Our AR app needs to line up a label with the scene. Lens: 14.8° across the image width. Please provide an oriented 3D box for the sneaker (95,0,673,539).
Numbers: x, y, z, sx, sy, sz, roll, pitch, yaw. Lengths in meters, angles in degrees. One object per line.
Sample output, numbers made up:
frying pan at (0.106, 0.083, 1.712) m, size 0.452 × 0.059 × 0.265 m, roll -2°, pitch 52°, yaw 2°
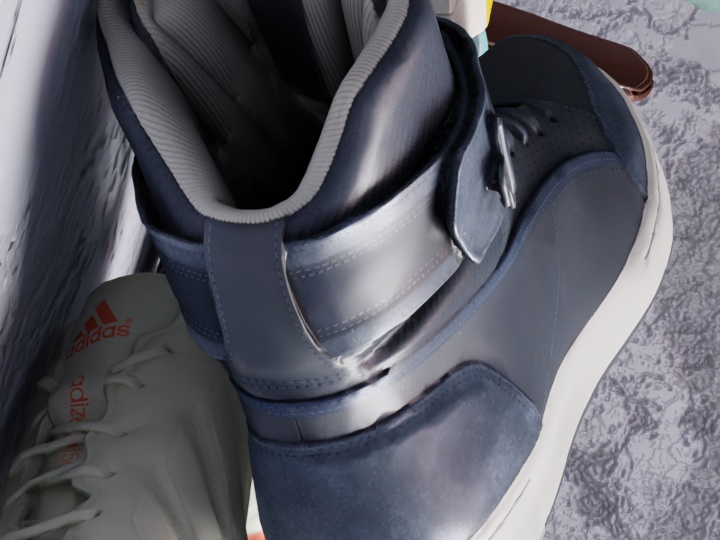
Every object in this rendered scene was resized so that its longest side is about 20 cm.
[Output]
sneaker at (0.011, -0.035, 0.611) m, size 0.203 × 0.077 × 0.147 m, roll -69°, pitch 144°, yaw -52°

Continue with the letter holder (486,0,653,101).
letter holder at (0.054, -0.066, 1.259) m, size 0.200 × 0.141 × 0.101 m, roll -63°, pitch 169°, yaw -79°

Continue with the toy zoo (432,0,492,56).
toy zoo at (0.021, -0.143, 0.734) m, size 0.131 × 0.020 × 0.201 m, roll -68°, pitch 156°, yaw -67°

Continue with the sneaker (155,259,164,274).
sneaker at (0.000, 0.000, 0.774) m, size 0.075 × 0.114 × 0.201 m, roll 62°, pitch 44°, yaw -87°

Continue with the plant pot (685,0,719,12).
plant pot at (0.073, -0.165, 0.521) m, size 0.196 × 0.199 × 0.201 m, roll 112°, pitch -3°, yaw -54°

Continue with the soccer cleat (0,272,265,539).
soccer cleat at (-0.052, 0.044, 0.611) m, size 0.200 × 0.069 × 0.078 m, roll -55°, pitch 138°, yaw -71°
